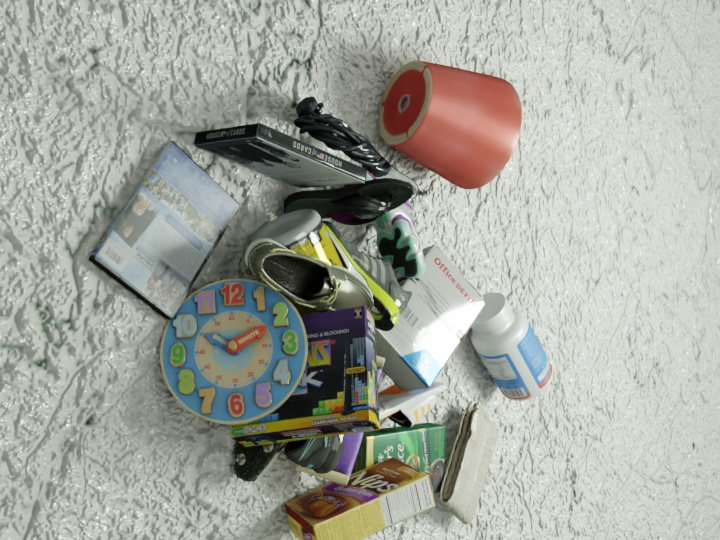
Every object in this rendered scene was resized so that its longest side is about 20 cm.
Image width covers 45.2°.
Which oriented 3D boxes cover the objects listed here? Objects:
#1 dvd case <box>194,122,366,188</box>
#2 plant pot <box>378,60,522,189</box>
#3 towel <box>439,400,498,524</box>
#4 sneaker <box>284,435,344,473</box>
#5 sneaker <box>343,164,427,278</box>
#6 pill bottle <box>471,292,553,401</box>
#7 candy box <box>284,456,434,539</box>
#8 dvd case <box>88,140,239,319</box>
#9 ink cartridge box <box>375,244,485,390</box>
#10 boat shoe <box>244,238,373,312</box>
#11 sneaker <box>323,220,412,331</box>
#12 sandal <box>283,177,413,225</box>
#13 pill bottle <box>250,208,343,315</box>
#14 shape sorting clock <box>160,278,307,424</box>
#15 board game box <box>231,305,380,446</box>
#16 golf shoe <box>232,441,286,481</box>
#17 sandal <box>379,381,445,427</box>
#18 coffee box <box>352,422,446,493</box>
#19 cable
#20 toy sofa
[{"bbox_3d":[-0.111,-0.158,1.221,0.200,0.150,0.025,17,80,-43],"label":"dvd case"},{"bbox_3d":[0.139,-0.254,1.448,0.177,0.200,0.201,14,81,-33],"label":"plant pot"},{"bbox_3d":[0.202,0.352,1.580,0.133,0.034,0.201,52,51,-48],"label":"towel"},{"bbox_3d":[-0.050,0.187,1.235,0.079,0.075,0.201,22,76,-31],"label":"sneaker"},{"bbox_3d":[0.074,-0.095,1.426,0.140,0.078,0.200,-31,92,-45],"label":"sneaker"},{"bbox_3d":[0.276,0.140,1.624,0.112,0.112,0.200,-50,123,-31],"label":"pill bottle"},{"bbox_3d":[-0.002,0.356,1.322,0.199,0.117,0.057,-16,100,-25],"label":"candy box"},{"bbox_3d":[-0.259,-0.054,1.173,0.143,0.018,0.200,45,60,-35],"label":"dvd case"},{"bbox_3d":[0.098,0.079,1.450,0.145,0.084,0.200,48,59,-14],"label":"ink cartridge box"},{"bbox_3d":[-0.064,0.019,1.194,0.201,0.060,0.072,25,95,-24],"label":"boat shoe"},{"bbox_3d":[0.000,0.000,1.355,0.200,0.074,0.081,51,49,-1],"label":"sneaker"},{"bbox_3d":[-0.016,-0.093,1.314,0.075,0.200,0.048,89,-10,-59],"label":"sandal"},{"bbox_3d":[-0.076,0.019,1.285,0.112,0.112,0.200,-41,117,-35],"label":"pill bottle"},{"bbox_3d":[-0.171,0.106,1.165,0.039,0.199,0.201,86,26,-68],"label":"shape sorting clock"},{"bbox_3d":[-0.077,0.146,1.194,0.057,0.199,0.166,54,30,-60],"label":"board game box"},{"bbox_3d":[-0.114,0.225,1.280,0.088,0.077,0.200,47,63,-47],"label":"golf shoe"},{"bbox_3d":[0.055,0.237,1.445,0.206,0.079,0.059,-19,105,-33],"label":"sandal"},{"bbox_3d":[0.065,0.329,1.471,0.200,0.044,0.124,4,89,-43],"label":"coffee box"},{"bbox_3d":[-0.025,-0.187,1.276,0.163,0.200,0.051,37,99,-19],"label":"cable"},{"bbox_3d":[-0.029,0.219,1.322,0.083,0.098,0.201,17,76,3],"label":"toy sofa"}]
